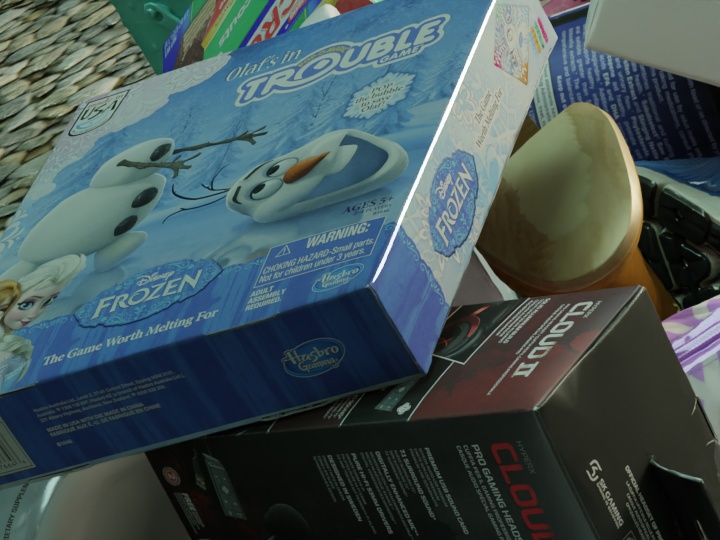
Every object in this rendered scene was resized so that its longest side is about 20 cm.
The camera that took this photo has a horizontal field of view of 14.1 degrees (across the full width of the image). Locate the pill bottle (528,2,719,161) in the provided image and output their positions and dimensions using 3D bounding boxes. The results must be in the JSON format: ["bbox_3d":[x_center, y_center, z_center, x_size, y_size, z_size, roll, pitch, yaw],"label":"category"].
[{"bbox_3d":[0.143,-0.078,1.343,0.199,0.112,0.112,-17,21,22],"label":"pill bottle"}]

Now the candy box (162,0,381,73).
[{"bbox_3d":[-0.027,-0.105,1.420,0.169,0.077,0.200,-53,23,26],"label":"candy box"}]

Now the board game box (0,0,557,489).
[{"bbox_3d":[-0.045,-0.017,1.031,0.199,0.043,0.199,-16,30,29],"label":"board game box"}]

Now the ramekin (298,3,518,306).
[{"bbox_3d":[0.000,0.000,1.200,0.098,0.201,0.201,-31,19,5],"label":"ramekin"}]

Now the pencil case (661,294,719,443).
[{"bbox_3d":[0.131,0.048,1.067,0.200,0.086,0.084,-31,51,-9],"label":"pencil case"}]

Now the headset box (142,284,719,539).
[{"bbox_3d":[0.045,0.091,0.967,0.199,0.149,0.075,-7,28,42],"label":"headset box"}]

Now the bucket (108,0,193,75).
[{"bbox_3d":[-0.049,-0.173,1.795,0.207,0.135,0.207,-24,19,9],"label":"bucket"}]

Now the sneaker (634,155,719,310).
[{"bbox_3d":[0.177,-0.016,1.219,0.089,0.079,0.200,-25,22,-34],"label":"sneaker"}]

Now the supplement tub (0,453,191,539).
[{"bbox_3d":[-0.136,0.115,1.171,0.122,0.123,0.200,-39,23,-34],"label":"supplement tub"}]

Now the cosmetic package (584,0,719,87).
[{"bbox_3d":[0.198,-0.109,1.214,0.199,0.085,0.108,15,11,3],"label":"cosmetic package"}]

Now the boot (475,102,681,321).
[{"bbox_3d":[0.098,0.001,1.146,0.071,0.144,0.201,-39,26,1],"label":"boot"}]

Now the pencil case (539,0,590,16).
[{"bbox_3d":[0.070,-0.138,1.459,0.200,0.086,0.083,-54,21,23],"label":"pencil case"}]
